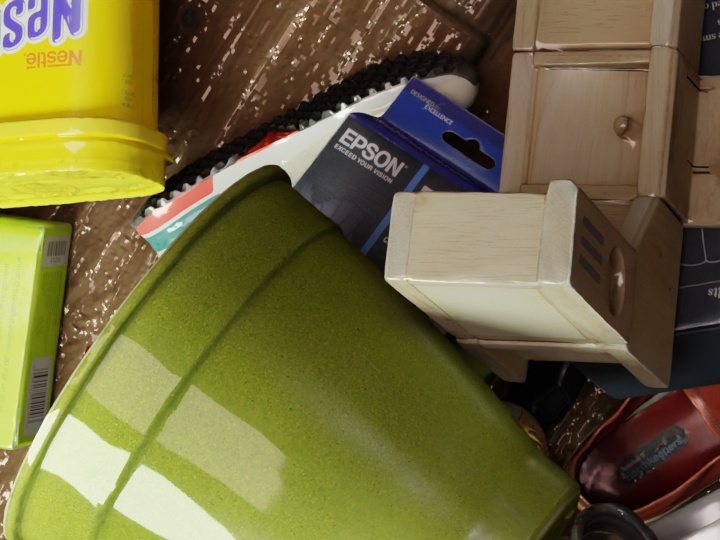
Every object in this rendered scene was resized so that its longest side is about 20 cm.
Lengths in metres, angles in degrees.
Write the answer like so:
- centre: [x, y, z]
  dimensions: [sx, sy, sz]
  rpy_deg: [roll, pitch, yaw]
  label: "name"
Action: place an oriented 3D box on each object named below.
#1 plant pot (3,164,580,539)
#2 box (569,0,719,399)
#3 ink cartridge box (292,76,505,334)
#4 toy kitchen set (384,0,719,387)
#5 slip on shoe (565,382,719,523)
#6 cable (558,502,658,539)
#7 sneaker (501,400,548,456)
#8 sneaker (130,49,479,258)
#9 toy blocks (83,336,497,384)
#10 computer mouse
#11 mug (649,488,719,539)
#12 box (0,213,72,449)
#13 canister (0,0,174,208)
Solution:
- centre: [-0.017, 0.092, 1.276]
  dimensions: [0.193, 0.200, 0.201]
  rpy_deg: [36, 103, 9]
  label: "plant pot"
- centre: [0.168, -0.055, 1.405]
  dimensions: [0.148, 0.107, 0.201]
  rpy_deg: [-9, 72, 18]
  label: "box"
- centre: [0.000, 0.000, 1.414]
  dimensions: [0.099, 0.039, 0.200]
  rpy_deg: [33, 78, 21]
  label: "ink cartridge box"
- centre: [0.125, -0.066, 1.267]
  dimensions: [0.162, 0.180, 0.201]
  rpy_deg: [1, 75, 20]
  label: "toy kitchen set"
- centre: [0.182, 0.061, 1.458]
  dimensions: [0.200, 0.061, 0.074]
  rpy_deg: [-37, 80, 15]
  label: "slip on shoe"
- centre: [0.135, 0.177, 1.319]
  dimensions: [0.200, 0.050, 0.097]
  rpy_deg: [35, 64, 25]
  label: "cable"
- centre: [0.013, 0.134, 1.457]
  dimensions: [0.076, 0.088, 0.200]
  rpy_deg: [41, 102, -7]
  label: "sneaker"
- centre: [-0.015, -0.037, 1.521]
  dimensions: [0.199, 0.070, 0.094]
  rpy_deg: [-27, 103, 15]
  label: "sneaker"
- centre: [-0.042, 0.052, 1.463]
  dimensions: [0.200, 0.100, 0.137]
  rpy_deg: [-39, 79, -5]
  label: "toy blocks"
- centre: [0.094, 0.085, 1.461]
  dimensions: [0.059, 0.034, 0.201]
  rpy_deg: [-23, 50, 54]
  label: "computer mouse"
- centre: [0.182, 0.205, 1.421]
  dimensions: [0.199, 0.148, 0.176]
  rpy_deg: [-29, 88, 16]
  label: "mug"
- centre: [-0.261, 0.020, 1.603]
  dimensions: [0.199, 0.048, 0.123]
  rpy_deg: [9, 95, 17]
  label: "box"
- centre: [-0.172, -0.139, 1.529]
  dimensions: [0.148, 0.086, 0.201]
  rpy_deg: [-4, 80, 24]
  label: "canister"
